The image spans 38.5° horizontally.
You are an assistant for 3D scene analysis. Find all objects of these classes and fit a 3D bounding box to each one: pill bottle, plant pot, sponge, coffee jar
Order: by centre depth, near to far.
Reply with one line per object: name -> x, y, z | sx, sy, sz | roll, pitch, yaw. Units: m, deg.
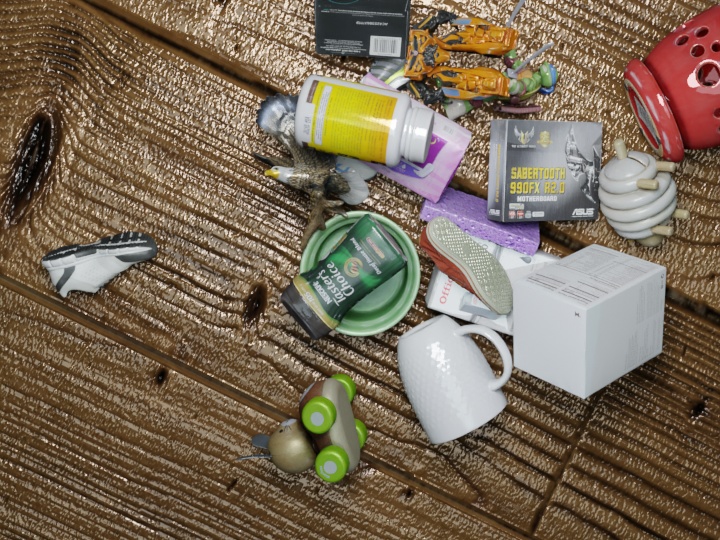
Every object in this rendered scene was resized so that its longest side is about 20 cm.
pill bottle -> 0.007, -0.218, 1.529 | 0.196, 0.109, 0.112 | 13, 97, 8
plant pot -> 0.522, -0.284, 1.615 | 0.180, 0.200, 0.203 | -25, 96, 7
coffee jar -> -0.028, 0.012, 1.620 | 0.199, 0.085, 0.105 | -42, 94, 6
sponge -> 0.197, -0.085, 1.689 | 0.196, 0.112, 0.030 | 19, 115, -1

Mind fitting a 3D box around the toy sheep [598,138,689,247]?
toy sheep -> 0.448, -0.125, 1.664 | 0.136, 0.138, 0.203 | -21, 116, 4

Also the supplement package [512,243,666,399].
supplement package -> 0.360, 0.074, 1.626 | 0.198, 0.150, 0.155 | -22, 119, -34

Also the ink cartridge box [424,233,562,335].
ink cartridge box -> 0.220, 0.018, 1.716 | 0.196, 0.085, 0.148 | 18, 97, 1

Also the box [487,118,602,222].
box -> 0.299, -0.161, 1.666 | 0.196, 0.048, 0.162 | -2, 99, -28

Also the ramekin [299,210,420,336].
ramekin -> 0.000, 0.000, 1.711 | 0.195, 0.098, 0.205 | 0, 97, 1

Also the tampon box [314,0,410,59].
tampon box -> 0.007, -0.447, 1.595 | 0.146, 0.127, 0.203 | 4, 55, 1

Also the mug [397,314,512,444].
mug -> 0.158, 0.162, 1.691 | 0.198, 0.147, 0.178 | -27, 92, 34

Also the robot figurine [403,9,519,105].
robot figurine -> 0.144, -0.326, 1.580 | 0.197, 0.058, 0.148 | 13, 96, 38

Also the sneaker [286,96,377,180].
sneaker -> -0.055, -0.214, 1.695 | 0.198, 0.073, 0.073 | 33, 76, -2

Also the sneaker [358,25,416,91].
sneaker -> 0.038, -0.324, 1.692 | 0.198, 0.074, 0.082 | -31, 86, -1

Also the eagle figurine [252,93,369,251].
eagle figurine -> -0.094, -0.165, 1.636 | 0.151, 0.150, 0.202 | -35, 54, 16

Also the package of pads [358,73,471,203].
package of pads -> 0.066, -0.208, 1.627 | 0.197, 0.076, 0.121 | 28, 126, -2

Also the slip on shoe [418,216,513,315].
slip on shoe -> 0.170, -0.004, 1.646 | 0.200, 0.061, 0.075 | 42, 56, -14

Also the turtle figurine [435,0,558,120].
turtle figurine -> 0.211, -0.329, 1.645 | 0.190, 0.200, 0.146 | -19, 65, 8

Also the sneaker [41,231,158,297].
sneaker -> -0.432, -0.010, 1.743 | 0.196, 0.074, 0.081 | -11, 111, 7

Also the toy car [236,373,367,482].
toy car -> -0.107, 0.274, 1.727 | 0.196, 0.164, 0.161 | -13, 97, 15
